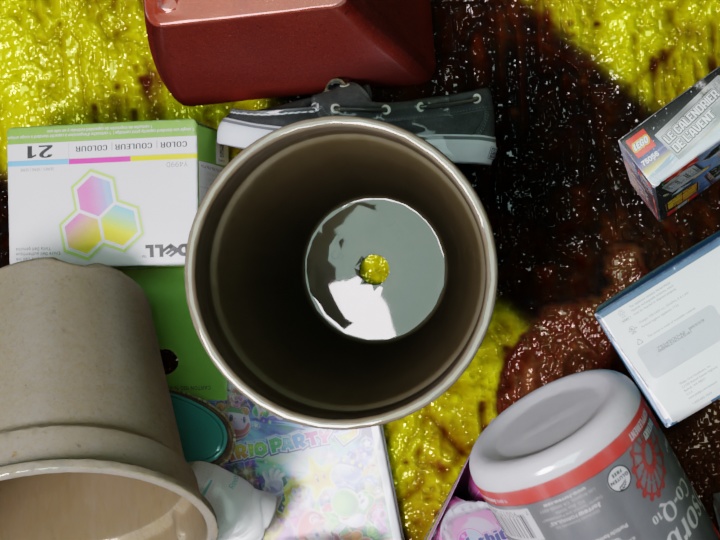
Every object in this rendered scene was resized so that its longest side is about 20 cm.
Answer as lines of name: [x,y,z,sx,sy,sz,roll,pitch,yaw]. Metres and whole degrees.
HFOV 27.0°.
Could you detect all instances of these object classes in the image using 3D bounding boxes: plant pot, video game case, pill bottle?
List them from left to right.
plant pot: [-0.202,0.100,0.996,0.200,0.201,0.184,-16,55,9]
plant pot: [-0.062,-0.227,1.029,0.200,0.176,0.200,-5,91,8]
video game case: [-0.045,0.173,1.113,0.143,0.018,0.200,-11,89,9]
plant pot: [0.000,0.000,1.024,0.200,0.174,0.200,0,91,10]
pill bottle: [0.162,0.172,0.931,0.116,0.116,0.200,-29,104,8]

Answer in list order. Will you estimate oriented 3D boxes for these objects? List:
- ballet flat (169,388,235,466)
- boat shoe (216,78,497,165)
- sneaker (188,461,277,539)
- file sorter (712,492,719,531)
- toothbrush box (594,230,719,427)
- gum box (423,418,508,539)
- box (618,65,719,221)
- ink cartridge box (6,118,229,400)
ballet flat: [-0.185,0.121,1.112,0.200,0.065,0.071,7,68,10]
boat shoe: [-0.001,-0.107,1.072,0.200,0.069,0.057,3,94,-4]
sneaker: [-0.147,0.211,1.086,0.080,0.070,0.200,38,109,-12]
file sorter: [0.324,0.243,0.997,0.124,0.139,0.200,-14,89,6]
toothbrush box: [0.235,0.022,0.975,0.146,0.200,0.085,-33,84,9]
gum box: [0.066,0.206,1.003,0.066,0.114,0.200,28,53,6]
box: [0.236,-0.095,0.972,0.137,0.200,0.040,-37,79,7]
ink cartridge box: [-0.173,-0.003,1.093,0.148,0.076,0.200,-2,87,12]
